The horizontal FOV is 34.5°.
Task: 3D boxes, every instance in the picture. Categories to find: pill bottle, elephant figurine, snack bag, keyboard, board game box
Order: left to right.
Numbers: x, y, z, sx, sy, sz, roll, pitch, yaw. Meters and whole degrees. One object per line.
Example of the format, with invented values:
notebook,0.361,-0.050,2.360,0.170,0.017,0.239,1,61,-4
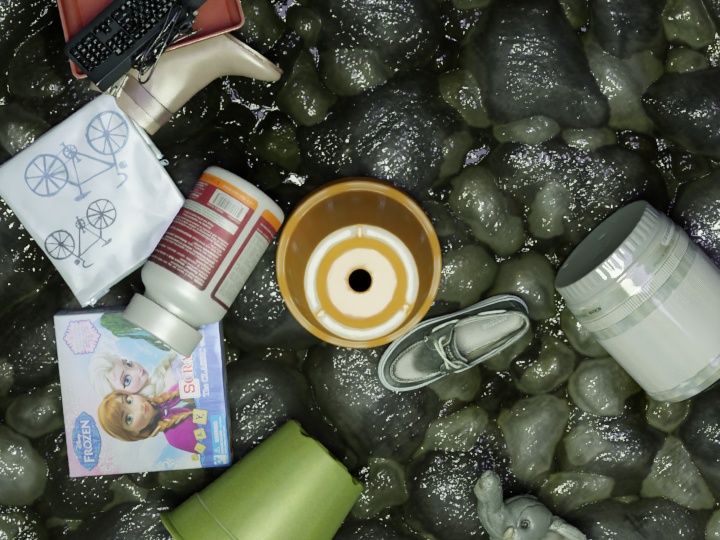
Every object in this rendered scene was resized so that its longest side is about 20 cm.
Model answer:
snack bag,-0.310,-0.086,1.380,0.188,0.021,0.201,-35,97,4
board game box,-0.260,0.142,1.403,0.197,0.041,0.202,-5,98,-1
keyboard,-0.224,-0.281,1.251,0.200,0.040,0.104,-45,72,-7
pill bottle,-0.181,-0.009,1.328,0.109,0.110,0.201,33,81,-6
elephant figurine,0.201,0.329,1.392,0.140,0.155,0.202,19,107,18

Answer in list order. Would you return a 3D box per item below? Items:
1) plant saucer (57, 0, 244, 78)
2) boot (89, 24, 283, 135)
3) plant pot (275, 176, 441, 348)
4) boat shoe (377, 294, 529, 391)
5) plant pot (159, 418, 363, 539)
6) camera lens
plant saucer,-0.242,-0.322,1.306,0.198,0.037,0.202,-17,70,2
boot,-0.207,-0.222,1.333,0.199,0.070,0.147,32,89,8
plant pot,0.000,0.000,1.318,0.198,0.183,0.202,0,98,-2
boat shoe,0.110,0.086,1.390,0.199,0.071,0.072,-29,98,3
plant pot,-0.101,0.283,1.369,0.200,0.200,0.190,43,83,-7
camera lens,0.344,0.039,1.345,0.160,0.160,0.200,-44,97,5
